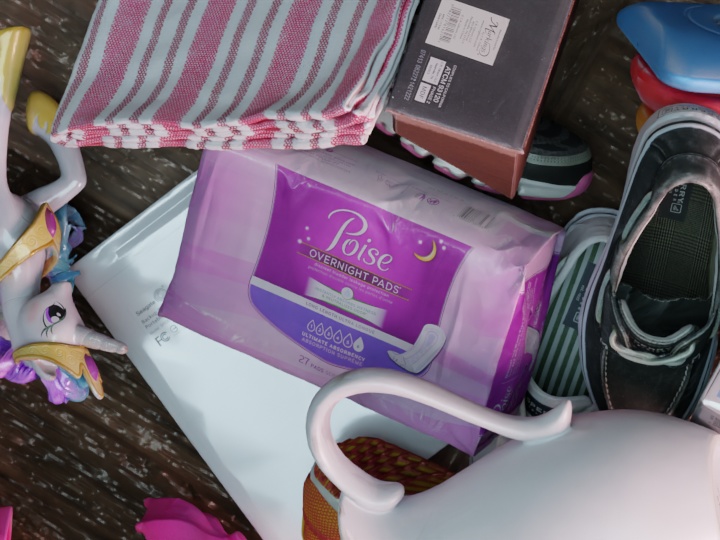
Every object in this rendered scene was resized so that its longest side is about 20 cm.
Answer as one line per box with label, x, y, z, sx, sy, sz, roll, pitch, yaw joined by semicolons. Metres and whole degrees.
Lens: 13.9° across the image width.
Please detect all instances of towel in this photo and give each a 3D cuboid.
towel;-0.061;-0.131;1.520;0.199;0.030;0.147;1;60;31

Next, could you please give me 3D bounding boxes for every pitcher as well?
pitcher;0.081;0.115;1.453;0.199;0.121;0.172;-11;114;18

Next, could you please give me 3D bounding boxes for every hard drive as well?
hard drive;-0.050;0.042;1.619;0.132;0.027;0.200;-36;92;13

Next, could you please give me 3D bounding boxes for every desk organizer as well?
desk organizer;0.077;-0.145;1.494;0.071;0.077;0.201;18;72;6

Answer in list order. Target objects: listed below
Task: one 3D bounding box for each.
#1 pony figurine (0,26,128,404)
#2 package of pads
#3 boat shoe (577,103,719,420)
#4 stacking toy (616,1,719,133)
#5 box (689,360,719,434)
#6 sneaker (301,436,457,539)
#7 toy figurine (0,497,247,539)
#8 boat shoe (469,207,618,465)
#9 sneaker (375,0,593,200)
pony figurine;-0.223;-0.006;1.584;0.192;0.166;0.201;-18;75;19
package of pads;0.000;0.000;1.530;0.199;0.076;0.121;23;115;18
boat shoe;0.144;0.014;1.472;0.072;0.071;0.201;7;126;7
stacking toy;0.181;-0.032;1.527;0.109;0.116;0.201;4;111;-12
box;0.224;-0.005;1.472;0.036;0.144;0.201;29;83;8
sneaker;0.062;0.155;1.575;0.199;0.073;0.077;29;143;13
toy figurine;-0.145;0.195;1.623;0.183;0.150;0.201;0;122;1
boat shoe;0.099;0.064;1.575;0.073;0.067;0.201;14;102;8
sneaker;0.043;-0.112;1.551;0.199;0.074;0.088;32;110;8
